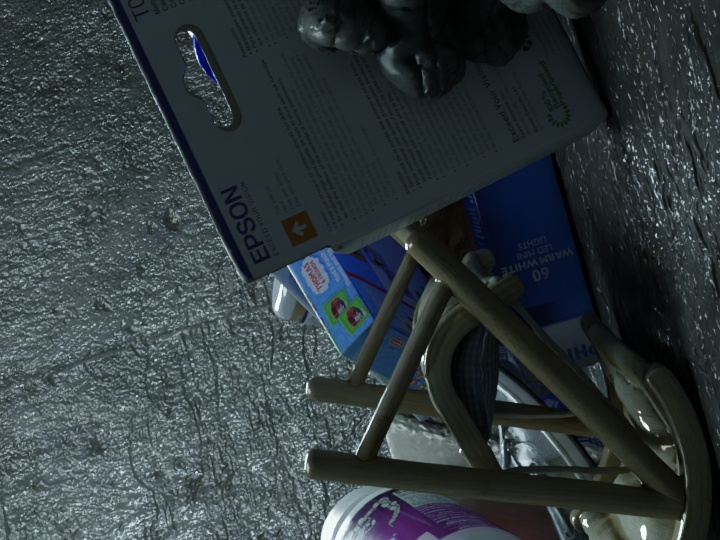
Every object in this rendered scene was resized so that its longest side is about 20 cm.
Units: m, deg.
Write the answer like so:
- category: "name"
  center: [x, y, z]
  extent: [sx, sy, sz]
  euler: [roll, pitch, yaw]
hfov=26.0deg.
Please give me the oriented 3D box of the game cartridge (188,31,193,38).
- category: "game cartridge"
  center: [-0.063, -0.140, 1.065]
  extent: [0.133, 0.042, 0.200]
  euler: [42, 173, 36]

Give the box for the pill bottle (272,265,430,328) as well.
- category: "pill bottle"
  center: [0.033, 0.001, 1.287]
  extent: [0.116, 0.197, 0.117]
  euler: [-169, 90, -82]

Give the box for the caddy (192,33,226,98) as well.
- category: "caddy"
  center: [0.006, -0.135, 0.871]
  extent: [0.106, 0.198, 0.142]
  euler: [64, 150, 27]

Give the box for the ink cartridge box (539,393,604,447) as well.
- category: "ink cartridge box"
  center: [0.178, 0.195, 1.189]
  extent: [0.094, 0.044, 0.202]
  euler: [-109, 2, -56]

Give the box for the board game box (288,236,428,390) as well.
- category: "board game box"
  center: [0.000, 0.000, 1.045]
  extent: [0.151, 0.037, 0.201]
  euler: [30, -159, -47]

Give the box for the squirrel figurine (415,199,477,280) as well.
- category: "squirrel figurine"
  center: [0.067, -0.089, 1.161]
  extent: [0.201, 0.140, 0.187]
  euler: [59, 167, 13]

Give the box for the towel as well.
- category: "towel"
  center: [0.110, 0.163, 1.113]
  extent: [0.035, 0.198, 0.134]
  euler: [-47, -45, -38]

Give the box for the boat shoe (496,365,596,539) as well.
- category: "boat shoe"
  center: [0.128, 0.149, 0.980]
  extent: [0.203, 0.064, 0.074]
  euler: [55, -177, 8]

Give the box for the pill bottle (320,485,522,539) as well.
- category: "pill bottle"
  center: [0.044, 0.210, 1.059]
  extent: [0.200, 0.111, 0.114]
  euler: [15, 124, 67]

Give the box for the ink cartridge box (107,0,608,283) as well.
- category: "ink cartridge box"
  center: [-0.011, -0.116, 0.755]
  extent: [0.201, 0.198, 0.041]
  euler: [64, 167, 8]

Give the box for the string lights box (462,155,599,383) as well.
- category: "string lights box"
  center: [0.102, -0.035, 1.033]
  extent: [0.103, 0.058, 0.202]
  euler: [-106, -1, -84]

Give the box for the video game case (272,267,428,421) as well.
- category: "video game case"
  center: [-0.028, 0.025, 1.124]
  extent: [0.182, 0.022, 0.200]
  euler: [45, 178, -8]

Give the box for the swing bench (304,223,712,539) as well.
- category: "swing bench"
  center: [0.083, 0.070, 0.831]
  extent: [0.199, 0.198, 0.131]
  euler: [-115, 50, -84]

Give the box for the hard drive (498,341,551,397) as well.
- category: "hard drive"
  center: [0.101, 0.068, 1.227]
  extent: [0.201, 0.133, 0.043]
  euler: [73, -160, -62]

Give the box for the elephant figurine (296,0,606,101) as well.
- category: "elephant figurine"
  center: [0.042, -0.165, 0.648]
  extent: [0.143, 0.154, 0.200]
  euler: [-63, 0, -15]
